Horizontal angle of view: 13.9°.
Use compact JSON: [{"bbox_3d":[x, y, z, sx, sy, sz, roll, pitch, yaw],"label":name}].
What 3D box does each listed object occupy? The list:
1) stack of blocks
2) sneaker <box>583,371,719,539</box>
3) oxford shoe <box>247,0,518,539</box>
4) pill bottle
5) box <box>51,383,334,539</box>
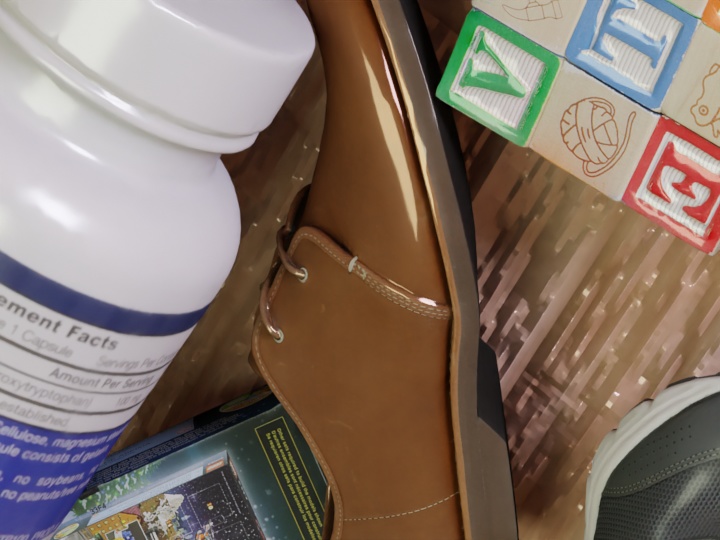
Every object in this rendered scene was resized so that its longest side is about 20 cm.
[{"bbox_3d":[0.087,-0.120,0.735,0.115,0.059,0.201,31,123,15],"label":"stack of blocks"},{"bbox_3d":[0.086,0.113,0.815,0.074,0.085,0.201,14,130,-13],"label":"sneaker"},{"bbox_3d":[0.000,0.000,0.820,0.071,0.071,0.201,-6,110,4],"label":"oxford shoe"},{"bbox_3d":[-0.102,-0.005,0.794,0.120,0.120,0.200,38,109,10],"label":"pill bottle"},{"bbox_3d":[-0.044,0.152,0.903,0.136,0.038,0.201,-23,100,-1],"label":"box"}]
